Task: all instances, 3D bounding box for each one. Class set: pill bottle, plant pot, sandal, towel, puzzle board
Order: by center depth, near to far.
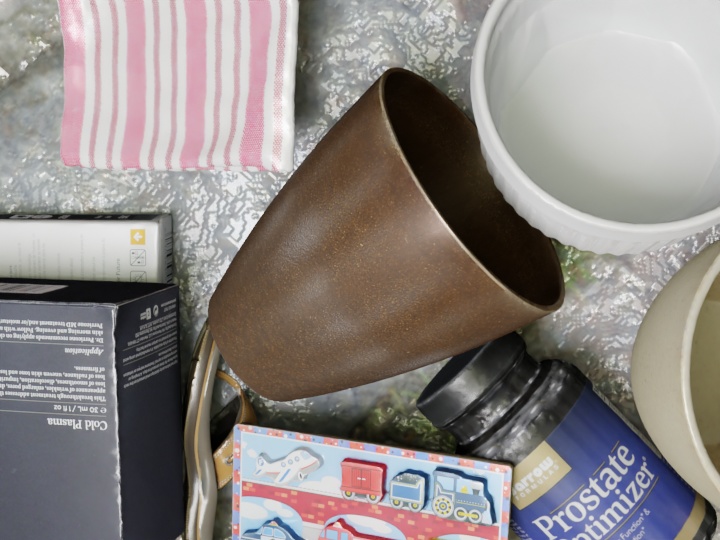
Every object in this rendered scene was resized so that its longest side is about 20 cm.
[{"bbox_3d":[0.000,0.000,0.800,0.200,0.187,0.187,-36,93,23],"label":"plant pot"},{"bbox_3d":[0.002,0.190,0.812,0.200,0.017,0.151,6,100,22],"label":"puzzle board"},{"bbox_3d":[-0.130,-0.140,0.823,0.200,0.030,0.146,4,100,29],"label":"towel"},{"bbox_3d":[0.137,0.133,0.824,0.200,0.112,0.112,45,100,-2],"label":"pill bottle"},{"bbox_3d":[-0.102,0.129,0.871,0.055,0.082,0.200,0,97,-10],"label":"sandal"}]

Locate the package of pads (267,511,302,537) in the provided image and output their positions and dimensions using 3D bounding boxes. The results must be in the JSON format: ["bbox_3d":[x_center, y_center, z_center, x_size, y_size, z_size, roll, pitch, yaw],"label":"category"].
[{"bbox_3d":[0.014,0.258,0.878,0.154,0.068,0.200,-1,99,7],"label":"package of pads"}]

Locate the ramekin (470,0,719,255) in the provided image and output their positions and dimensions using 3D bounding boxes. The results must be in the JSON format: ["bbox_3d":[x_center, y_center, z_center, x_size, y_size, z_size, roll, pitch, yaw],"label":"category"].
[{"bbox_3d":[0.166,-0.103,0.763,0.200,0.105,0.200,0,74,0],"label":"ramekin"}]

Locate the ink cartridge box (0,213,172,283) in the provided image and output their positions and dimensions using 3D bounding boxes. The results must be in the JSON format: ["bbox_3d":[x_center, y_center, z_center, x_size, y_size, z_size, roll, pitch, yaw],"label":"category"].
[{"bbox_3d":[-0.238,0.057,0.890,0.200,0.043,0.198,1,98,6],"label":"ink cartridge box"}]

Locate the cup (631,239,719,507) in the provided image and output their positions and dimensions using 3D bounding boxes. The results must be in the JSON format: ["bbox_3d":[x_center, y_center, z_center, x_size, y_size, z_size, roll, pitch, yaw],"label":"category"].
[{"bbox_3d":[0.254,0.066,0.763,0.200,0.143,0.200,1,85,-17],"label":"cup"}]

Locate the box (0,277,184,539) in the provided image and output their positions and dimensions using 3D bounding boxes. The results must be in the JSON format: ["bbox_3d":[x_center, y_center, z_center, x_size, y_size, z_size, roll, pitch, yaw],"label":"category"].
[{"bbox_3d":[-0.231,0.101,0.813,0.200,0.104,0.182,2,97,14],"label":"box"}]
